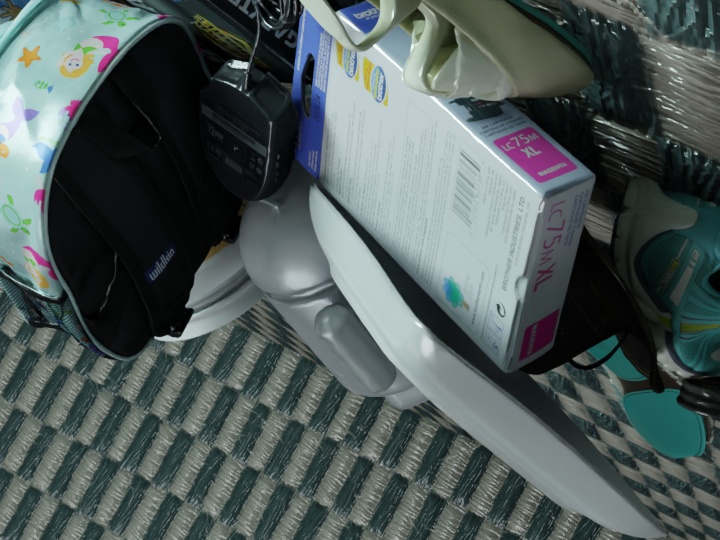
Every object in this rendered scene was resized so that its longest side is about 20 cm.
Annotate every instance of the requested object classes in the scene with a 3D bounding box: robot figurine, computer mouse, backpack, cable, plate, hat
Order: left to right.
[{"bbox_3d":[-0.161,-0.066,0.861,0.150,0.178,0.200,25,159,16],"label":"backpack"},{"bbox_3d":[-0.052,-0.114,0.787,0.059,0.034,0.201,38,143,20],"label":"computer mouse"},{"bbox_3d":[0.000,0.000,0.931,0.200,0.112,0.170,52,-158,-31],"label":"robot figurine"},{"bbox_3d":[0.057,0.053,0.795,0.200,0.032,0.200,40,-174,-29],"label":"plate"},{"bbox_3d":[0.095,0.002,0.842,0.201,0.081,0.201,60,-175,-8],"label":"hat"},{"bbox_3d":[0.273,0.078,0.973,0.199,0.051,0.097,17,-170,-34],"label":"cable"}]

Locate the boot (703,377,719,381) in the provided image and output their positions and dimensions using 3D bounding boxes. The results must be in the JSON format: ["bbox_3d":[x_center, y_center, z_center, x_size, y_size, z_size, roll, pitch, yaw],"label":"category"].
[{"bbox_3d":[0.314,0.130,1.097,0.166,0.073,0.200,27,-174,23],"label":"boot"}]

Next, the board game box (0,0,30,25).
[{"bbox_3d":[-0.279,-0.190,0.953,0.199,0.136,0.034,29,178,-8],"label":"board game box"}]

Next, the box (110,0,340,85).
[{"bbox_3d":[-0.123,-0.178,0.836,0.200,0.046,0.159,34,169,-34],"label":"box"}]

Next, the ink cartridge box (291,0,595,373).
[{"bbox_3d":[0.034,-0.056,0.763,0.200,0.042,0.120,44,145,32],"label":"ink cartridge box"}]

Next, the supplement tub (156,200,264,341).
[{"bbox_3d":[-0.152,-0.064,1.071,0.144,0.145,0.201,16,142,53],"label":"supplement tub"}]

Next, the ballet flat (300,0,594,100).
[{"bbox_3d":[0.024,-0.117,0.668,0.199,0.070,0.069,33,170,-30],"label":"ballet flat"}]

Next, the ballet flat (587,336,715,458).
[{"bbox_3d":[0.212,0.062,1.075,0.072,0.072,0.200,19,157,45],"label":"ballet flat"}]

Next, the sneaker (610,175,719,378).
[{"bbox_3d":[0.206,0.015,0.856,0.079,0.078,0.200,12,164,33],"label":"sneaker"}]
